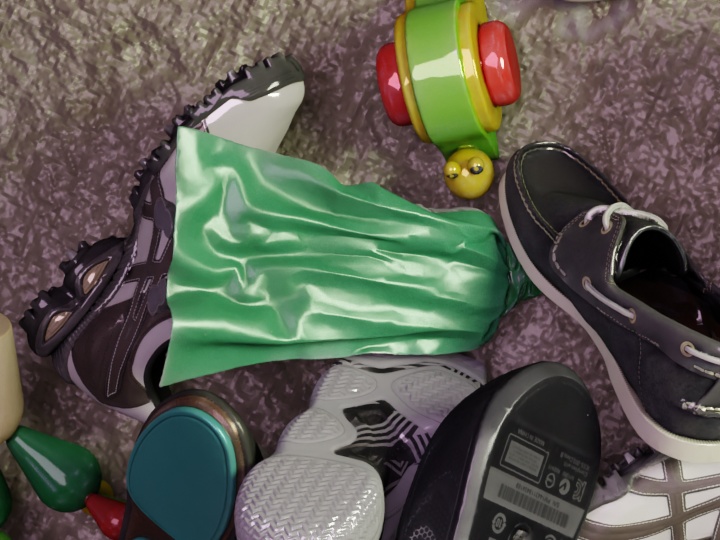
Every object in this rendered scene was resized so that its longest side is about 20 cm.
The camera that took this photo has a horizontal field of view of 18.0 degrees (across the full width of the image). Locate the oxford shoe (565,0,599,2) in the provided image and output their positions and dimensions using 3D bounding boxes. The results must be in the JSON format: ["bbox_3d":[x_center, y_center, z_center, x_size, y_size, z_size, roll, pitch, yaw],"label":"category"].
[{"bbox_3d":[0.168,-0.191,1.092,0.199,0.058,0.076,-22,85,13],"label":"oxford shoe"}]

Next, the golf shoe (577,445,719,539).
[{"bbox_3d":[0.163,0.116,1.066,0.200,0.078,0.095,-37,80,10],"label":"golf shoe"}]

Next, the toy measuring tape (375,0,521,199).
[{"bbox_3d":[0.036,-0.134,1.112,0.073,0.074,0.201,-11,85,12],"label":"toy measuring tape"}]

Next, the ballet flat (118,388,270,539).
[{"bbox_3d":[-0.081,0.117,1.088,0.068,0.068,0.200,37,133,16],"label":"ballet flat"}]

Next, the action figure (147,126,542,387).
[{"bbox_3d":[0.000,0.000,1.081,0.199,0.055,0.119,5,95,-22],"label":"action figure"}]

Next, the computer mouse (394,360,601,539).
[{"bbox_3d":[0.043,0.131,1.010,0.053,0.138,0.201,10,72,46],"label":"computer mouse"}]

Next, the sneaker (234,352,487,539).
[{"bbox_3d":[-0.002,0.117,1.070,0.075,0.200,0.115,18,121,19],"label":"sneaker"}]

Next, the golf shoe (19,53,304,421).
[{"bbox_3d":[-0.076,-0.014,1.126,0.094,0.078,0.200,42,108,10],"label":"golf shoe"}]

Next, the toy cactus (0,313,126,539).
[{"bbox_3d":[-0.196,0.101,1.123,0.199,0.102,0.166,11,120,8],"label":"toy cactus"}]

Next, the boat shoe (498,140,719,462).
[{"bbox_3d":[0.127,-0.002,1.048,0.071,0.068,0.200,-8,42,-22],"label":"boat shoe"}]
